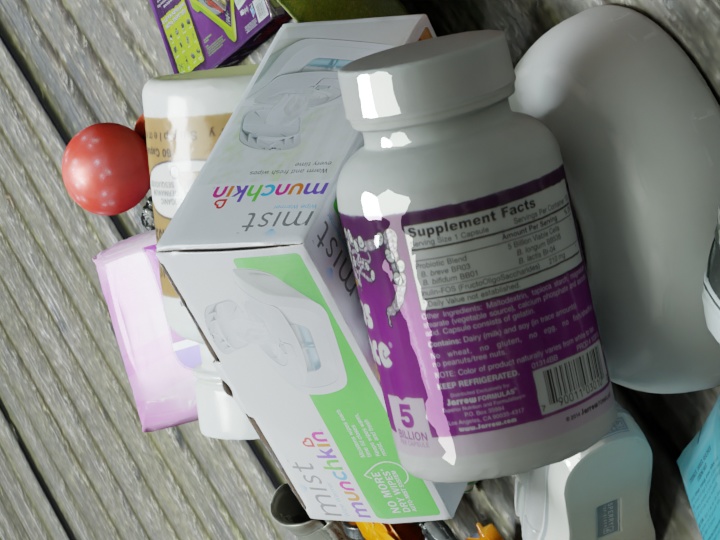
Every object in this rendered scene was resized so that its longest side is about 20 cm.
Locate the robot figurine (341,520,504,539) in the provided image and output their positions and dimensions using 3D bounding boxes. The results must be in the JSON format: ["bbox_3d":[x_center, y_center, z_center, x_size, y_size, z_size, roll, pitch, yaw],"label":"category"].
[{"bbox_3d":[0.044,0.179,1.756,0.200,0.058,0.146,34,147,58],"label":"robot figurine"}]

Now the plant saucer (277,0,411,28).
[{"bbox_3d":[-0.033,-0.181,1.605,0.200,0.048,0.200,54,-174,39],"label":"plant saucer"}]

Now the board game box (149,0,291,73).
[{"bbox_3d":[-0.098,-0.198,1.871,0.121,0.032,0.200,68,157,2],"label":"board game box"}]

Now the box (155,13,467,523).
[{"bbox_3d":[0.000,0.000,1.484,0.096,0.177,0.200,-3,132,30],"label":"box"}]

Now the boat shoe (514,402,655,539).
[{"bbox_3d":[0.111,0.119,1.523,0.200,0.072,0.069,78,167,-58],"label":"boat shoe"}]

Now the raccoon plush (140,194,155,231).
[{"bbox_3d":[-0.055,-0.040,1.862,0.097,0.134,0.200,37,174,36],"label":"raccoon plush"}]

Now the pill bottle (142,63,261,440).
[{"bbox_3d":[-0.056,-0.012,1.588,0.114,0.114,0.201,-170,73,-66],"label":"pill bottle"}]

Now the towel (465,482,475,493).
[{"bbox_3d":[0.057,0.036,1.684,0.153,0.023,0.200,65,156,18],"label":"towel"}]

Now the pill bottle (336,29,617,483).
[{"bbox_3d":[0.050,-0.009,1.366,0.112,0.112,0.201,9,115,66],"label":"pill bottle"}]

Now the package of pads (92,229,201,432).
[{"bbox_3d":[-0.062,0.018,1.714,0.199,0.076,0.121,-17,92,37],"label":"package of pads"}]

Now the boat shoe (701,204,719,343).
[{"bbox_3d":[0.203,0.024,1.251,0.200,0.072,0.071,41,147,56],"label":"boat shoe"}]

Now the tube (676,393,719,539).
[{"bbox_3d":[0.203,0.164,1.399,0.078,0.050,0.201,117,136,-55],"label":"tube"}]

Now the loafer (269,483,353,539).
[{"bbox_3d":[-0.027,0.151,1.878,0.070,0.070,0.201,39,153,57],"label":"loafer"}]

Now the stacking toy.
[{"bbox_3d":[-0.084,-0.078,1.693,0.085,0.199,0.086,50,149,45],"label":"stacking toy"}]

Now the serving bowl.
[{"bbox_3d":[0.119,-0.028,1.426,0.200,0.066,0.201,50,148,46],"label":"serving bowl"}]
